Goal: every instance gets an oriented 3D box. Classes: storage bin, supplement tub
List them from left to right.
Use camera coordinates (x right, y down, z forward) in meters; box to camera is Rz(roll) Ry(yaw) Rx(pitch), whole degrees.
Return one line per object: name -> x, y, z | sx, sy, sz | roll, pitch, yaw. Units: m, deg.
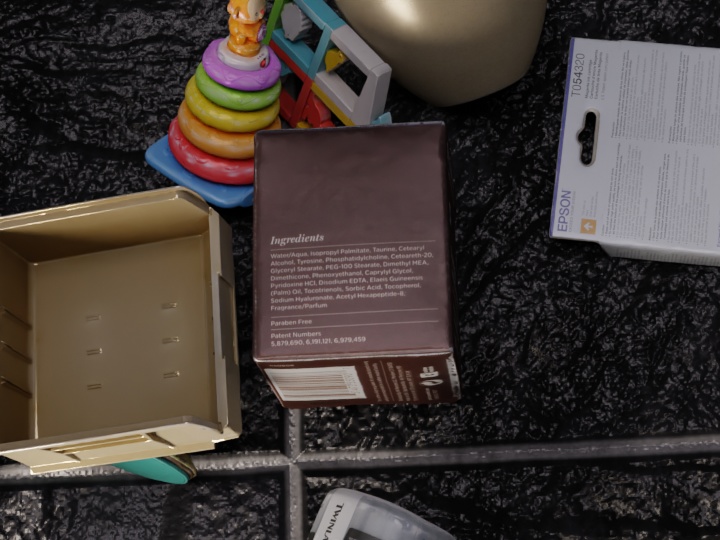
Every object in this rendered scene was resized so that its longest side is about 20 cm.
storage bin -> -0.206, 0.052, 1.273 | 0.197, 0.094, 0.202 | -9, 69, 12
supplement tub -> -0.009, 0.288, 1.238 | 0.122, 0.123, 0.201 | 21, 74, 12

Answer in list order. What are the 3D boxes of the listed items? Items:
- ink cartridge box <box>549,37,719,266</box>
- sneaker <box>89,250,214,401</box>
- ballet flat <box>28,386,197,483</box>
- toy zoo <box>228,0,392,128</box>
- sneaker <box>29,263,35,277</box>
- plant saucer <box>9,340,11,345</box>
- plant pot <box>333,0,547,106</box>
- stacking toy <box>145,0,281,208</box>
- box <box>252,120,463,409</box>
ink cartridge box -> 0.277, -0.106, 1.382 | 0.198, 0.043, 0.198 | 6, 74, 10
sneaker -> -0.176, 0.037, 1.366 | 0.114, 0.081, 0.201 | -14, 65, 6
ballet flat -> -0.231, 0.132, 1.344 | 0.198, 0.071, 0.071 | 11, 73, 9
toy zoo -> -0.041, -0.179, 1.394 | 0.020, 0.132, 0.200 | -29, 69, -36
sneaker -> -0.380, 0.015, 1.387 | 0.198, 0.075, 0.105 | 13, 68, 5
plant saucer -> -0.424, 0.046, 1.352 | 0.199, 0.037, 0.201 | -39, 76, 21
plant pot -> 0.086, -0.226, 1.380 | 0.199, 0.200, 0.135 | -22, 107, -2
stacking toy -> -0.108, -0.165, 1.350 | 0.109, 0.201, 0.116 | 30, 41, 16
box -> 0.000, 0.000, 1.308 | 0.163, 0.166, 0.202 | -3, 72, 6
